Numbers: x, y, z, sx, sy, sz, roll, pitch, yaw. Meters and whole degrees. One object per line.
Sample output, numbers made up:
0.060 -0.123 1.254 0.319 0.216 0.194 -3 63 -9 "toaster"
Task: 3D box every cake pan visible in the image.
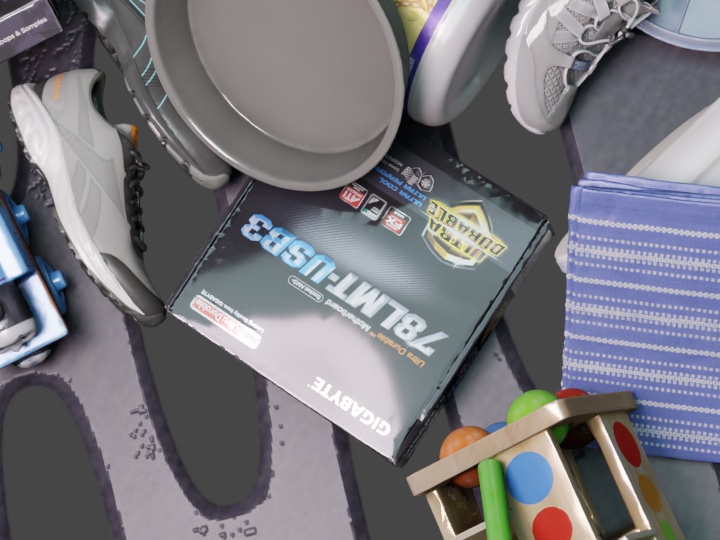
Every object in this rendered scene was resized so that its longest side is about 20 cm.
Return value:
-0.051 -0.149 1.555 0.200 0.201 0.037 31 42 12 "cake pan"

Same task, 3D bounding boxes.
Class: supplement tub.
0.007 -0.206 1.605 0.199 0.145 0.146 32 86 12 "supplement tub"

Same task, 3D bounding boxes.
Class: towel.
0.205 0.033 1.542 0.144 0.024 0.201 7 118 11 "towel"

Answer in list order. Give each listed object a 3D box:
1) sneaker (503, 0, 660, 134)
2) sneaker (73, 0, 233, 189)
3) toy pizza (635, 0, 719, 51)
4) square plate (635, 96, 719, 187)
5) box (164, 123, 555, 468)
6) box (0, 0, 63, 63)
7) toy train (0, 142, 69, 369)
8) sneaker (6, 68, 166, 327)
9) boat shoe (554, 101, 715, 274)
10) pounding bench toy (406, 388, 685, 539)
0.160 -0.179 1.583 0.082 0.075 0.201 30 112 26 "sneaker"
-0.134 -0.151 1.652 0.079 0.075 0.201 -30 78 0 "sneaker"
0.250 -0.248 1.634 0.199 0.032 0.202 -1 80 7 "toy pizza"
0.283 -0.021 1.555 0.198 0.028 0.200 -44 99 0 "square plate"
0.000 0.000 1.620 0.199 0.050 0.199 34 85 13 "box"
-0.287 -0.191 1.639 0.142 0.036 0.200 -27 34 3 "box"
-0.271 -0.024 1.618 0.086 0.114 0.201 -25 89 3 "toy train"
-0.179 -0.054 1.644 0.079 0.074 0.201 -25 77 -2 "sneaker"
0.224 -0.051 1.589 0.200 0.072 0.069 -43 102 -10 "boat shoe"
0.110 0.160 1.483 0.124 0.200 0.157 -29 77 24 "pounding bench toy"
